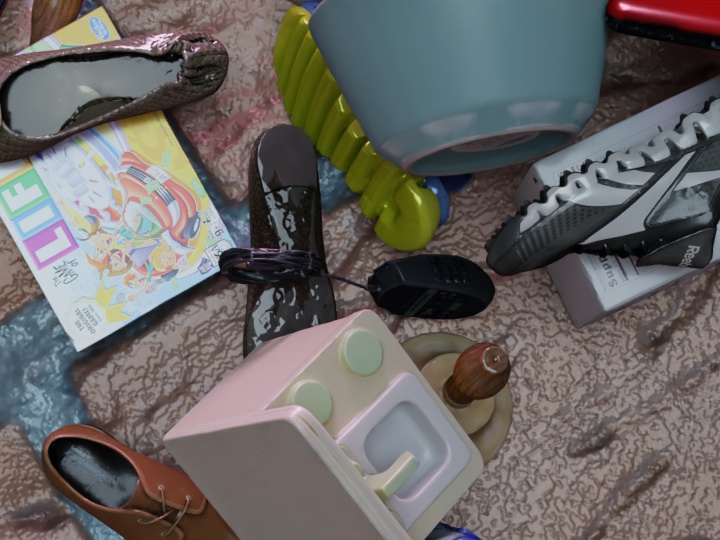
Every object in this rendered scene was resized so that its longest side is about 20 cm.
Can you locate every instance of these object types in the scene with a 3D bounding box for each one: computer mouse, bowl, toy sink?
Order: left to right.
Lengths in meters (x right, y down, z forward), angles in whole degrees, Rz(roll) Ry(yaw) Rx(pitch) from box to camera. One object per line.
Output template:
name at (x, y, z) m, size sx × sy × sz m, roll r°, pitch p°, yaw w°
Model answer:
toy sink at (-0.013, 0.111, 0.888) m, size 0.112 × 0.200 × 0.131 m, roll -44°, pitch 101°, yaw -28°
computer mouse at (0.000, 0.000, 0.984) m, size 0.198 × 0.059 × 0.034 m, roll 9°, pitch 65°, yaw -20°
bowl at (0.072, -0.124, 0.911) m, size 0.199 × 0.201 × 0.106 m, roll -9°, pitch 83°, yaw -2°

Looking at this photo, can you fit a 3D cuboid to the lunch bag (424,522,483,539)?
lunch bag at (0.011, 0.250, 0.906) m, size 0.127 × 0.170 × 0.201 m, roll 31°, pitch 81°, yaw -5°

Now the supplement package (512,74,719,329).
supplement package at (0.221, -0.055, 0.988) m, size 0.199 × 0.110 × 0.115 m, roll -25°, pitch 83°, yaw -5°

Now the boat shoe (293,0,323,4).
boat shoe at (0.018, -0.200, 1.028) m, size 0.198 × 0.066 × 0.075 m, roll 21°, pitch 81°, yaw 2°

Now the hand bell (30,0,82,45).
hand bell at (-0.197, -0.253, 1.028) m, size 0.103 × 0.104 × 0.202 m, roll 22°, pitch 93°, yaw 3°

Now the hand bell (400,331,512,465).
hand bell at (0.068, 0.075, 0.916) m, size 0.103 × 0.200 × 0.105 m, roll 1°, pitch 78°, yaw -6°

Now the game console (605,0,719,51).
game console at (0.267, -0.146, 0.923) m, size 0.171 × 0.120 × 0.200 m, roll 15°, pitch 41°, yaw 26°

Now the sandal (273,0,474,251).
sandal at (0.011, -0.108, 1.019) m, size 0.087 × 0.080 × 0.201 m, roll -26°, pitch 77°, yaw -34°

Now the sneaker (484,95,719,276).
sneaker at (0.176, -0.033, 0.894) m, size 0.199 × 0.066 × 0.091 m, roll -28°, pitch 81°, yaw -7°

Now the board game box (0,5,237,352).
board game box at (-0.188, -0.063, 1.006) m, size 0.134 × 0.034 × 0.201 m, roll -30°, pitch 92°, yaw -5°

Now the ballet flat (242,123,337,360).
ballet flat at (-0.055, -0.003, 1.013) m, size 0.067 × 0.046 × 0.202 m, roll -2°, pitch 87°, yaw -15°

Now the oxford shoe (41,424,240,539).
oxford shoe at (-0.131, 0.167, 0.970) m, size 0.199 × 0.071 × 0.072 m, roll 26°, pitch 80°, yaw 1°

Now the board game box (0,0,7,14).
board game box at (-0.286, -0.163, 1.000) m, size 0.019 × 0.103 × 0.201 m, roll 23°, pitch 82°, yaw 3°

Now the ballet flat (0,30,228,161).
ballet flat at (-0.185, -0.120, 0.958) m, size 0.198 × 0.046 × 0.068 m, roll -13°, pitch 92°, yaw -5°
